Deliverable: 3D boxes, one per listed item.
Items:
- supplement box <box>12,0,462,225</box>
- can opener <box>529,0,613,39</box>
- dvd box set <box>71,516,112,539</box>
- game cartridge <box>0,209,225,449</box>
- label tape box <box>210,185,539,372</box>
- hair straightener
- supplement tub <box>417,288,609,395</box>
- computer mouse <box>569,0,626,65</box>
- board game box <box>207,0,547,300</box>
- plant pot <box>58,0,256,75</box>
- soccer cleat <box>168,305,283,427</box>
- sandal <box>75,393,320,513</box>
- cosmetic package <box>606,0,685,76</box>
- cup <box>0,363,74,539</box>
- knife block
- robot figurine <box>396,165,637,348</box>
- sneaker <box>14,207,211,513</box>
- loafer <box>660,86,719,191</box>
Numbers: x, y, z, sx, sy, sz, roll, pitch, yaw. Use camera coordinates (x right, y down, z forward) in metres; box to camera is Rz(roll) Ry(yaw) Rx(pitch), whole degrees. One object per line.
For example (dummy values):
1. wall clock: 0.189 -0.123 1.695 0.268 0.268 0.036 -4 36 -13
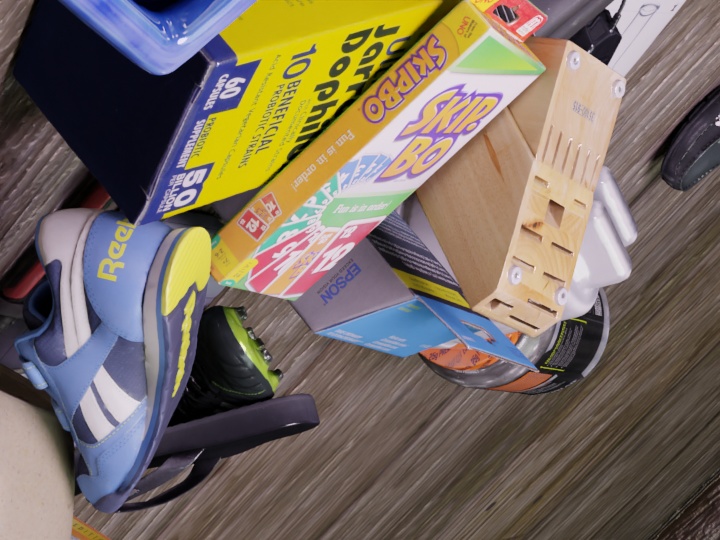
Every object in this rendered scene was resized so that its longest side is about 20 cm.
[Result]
1. supplement box: -0.046 -0.117 0.939 0.200 0.110 0.109 -22 153 -42
2. can opener: 0.068 -0.138 1.132 0.200 0.067 0.053 -40 163 21
3. dvd box set: -0.263 0.193 1.162 0.200 0.146 0.029 -27 121 -35
4. game cartridge: -0.166 0.043 1.167 0.200 0.040 0.133 -47 155 17
5. label tape box: 0.000 0.000 1.130 0.063 0.200 0.144 -44 159 10
6. hair straightener: -0.136 0.000 1.065 0.200 0.077 0.041 -46 -167 12
7. supplement tub: 0.111 0.033 1.510 0.123 0.123 0.200 -45 159 13
8. computer mouse: 0.147 -0.164 1.172 0.059 0.034 0.200 -24 146 -57
9. board game box: 0.013 -0.062 0.966 0.200 0.030 0.096 -45 161 11
10. plant pot: -0.073 -0.211 0.599 0.200 0.180 0.200 -41 160 2
11. soccer cleat: -0.100 0.074 1.267 0.081 0.068 0.200 -30 172 -12
12. sandal: -0.122 0.125 1.246 0.200 0.043 0.076 -17 169 16
13. cosmetic package: 0.112 -0.141 1.259 0.200 0.052 0.151 -9 140 -55
14. cup: -0.229 0.115 1.017 0.143 0.200 0.200 -61 158 1
15. knife block: 0.048 -0.077 1.059 0.064 0.175 0.200 23 80 -49
16. robot figurine: 0.087 -0.011 1.333 0.200 0.113 0.170 -15 -151 24
17. sneaker: -0.127 0.042 0.964 0.074 0.082 0.200 -70 176 -46
18. loafer: 0.339 -0.135 1.639 0.201 0.070 0.068 -43 159 7
